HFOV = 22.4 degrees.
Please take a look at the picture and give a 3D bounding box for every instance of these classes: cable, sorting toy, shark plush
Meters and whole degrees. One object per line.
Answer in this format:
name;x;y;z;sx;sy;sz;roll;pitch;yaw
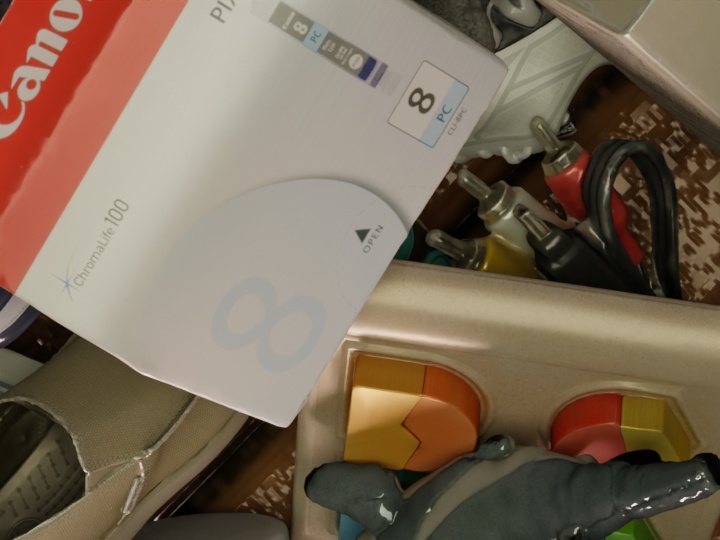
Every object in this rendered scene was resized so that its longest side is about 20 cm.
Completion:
cable;0.120;0.016;0.794;0.097;0.050;0.200;-45;117;-3
sorting toy;0.063;0.086;0.768;0.184;0.037;0.201;8;134;2
shark plush;0.062;0.118;0.719;0.199;0.084;0.091;-17;132;28

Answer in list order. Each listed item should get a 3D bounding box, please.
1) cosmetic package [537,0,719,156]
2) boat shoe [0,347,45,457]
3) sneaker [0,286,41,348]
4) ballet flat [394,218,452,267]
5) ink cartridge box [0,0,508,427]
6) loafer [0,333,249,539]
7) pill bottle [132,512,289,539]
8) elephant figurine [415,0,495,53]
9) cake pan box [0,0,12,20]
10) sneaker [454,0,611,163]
cosmetic package;0.153;-0.095;0.709;0.200;0.103;0.087;32;96;-42
boat shoe;-0.179;0.062;0.765;0.070;0.200;0.072;8;77;45
sneaker;-0.156;-0.064;0.703;0.070;0.109;0.201;-14;58;22
ballet flat;0.000;0.000;0.776;0.062;0.068;0.200;9;141;35
ink cartridge box;-0.061;-0.047;0.623;0.200;0.047;0.161;25;101;-43
loafer;-0.104;0.061;0.728;0.075;0.068;0.200;27;77;29
pill bottle;-0.065;0.214;0.800;0.110;0.111;0.201;-4;96;4
elephant figurine;0.007;-0.194;0.737;0.141;0.155;0.201;28;92;-26
cake pan box;-0.184;-0.103;0.766;0.184;0.052;0.201;-31;80;21
sneaker;0.043;-0.073;0.787;0.199;0.075;0.081;-33;105;8
